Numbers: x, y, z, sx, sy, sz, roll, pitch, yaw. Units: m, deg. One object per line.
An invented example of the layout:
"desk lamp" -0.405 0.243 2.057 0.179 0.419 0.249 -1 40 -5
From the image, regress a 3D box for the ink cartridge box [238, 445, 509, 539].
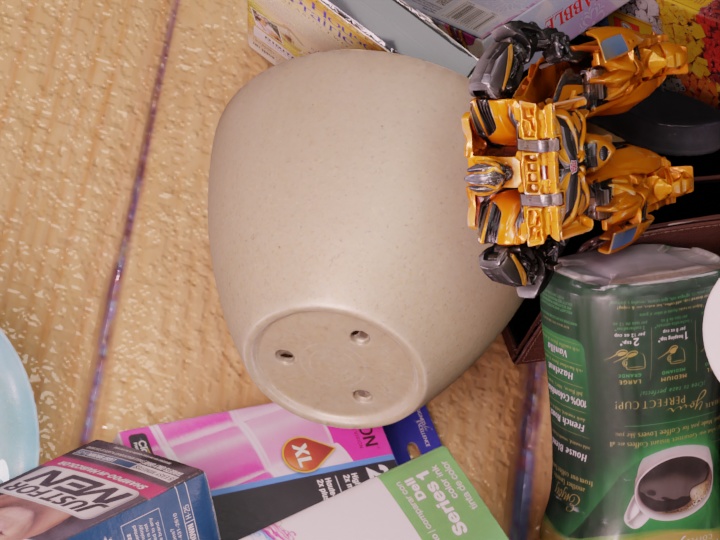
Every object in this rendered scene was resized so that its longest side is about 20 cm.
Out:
"ink cartridge box" -0.035 0.189 1.479 0.200 0.145 0.084 -22 68 -30

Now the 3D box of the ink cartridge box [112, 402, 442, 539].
"ink cartridge box" -0.033 0.120 1.595 0.200 0.037 0.095 -9 61 -27

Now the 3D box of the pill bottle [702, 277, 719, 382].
"pill bottle" 0.269 0.018 1.562 0.114 0.114 0.200 51 32 15

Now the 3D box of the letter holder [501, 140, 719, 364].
"letter holder" 0.186 -0.031 1.704 0.200 0.142 0.101 -6 61 -23

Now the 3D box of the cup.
"cup" 0.000 0.000 1.572 0.200 0.200 0.143 22 48 -6

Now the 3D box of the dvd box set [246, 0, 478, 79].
"dvd box set" -0.002 -0.126 1.666 0.146 0.200 0.029 36 80 6

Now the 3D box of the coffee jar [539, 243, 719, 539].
"coffee jar" 0.152 0.090 1.593 0.104 0.085 0.200 -7 105 -26

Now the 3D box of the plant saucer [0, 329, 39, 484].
"plant saucer" -0.252 0.101 1.462 0.200 0.200 0.027 -32 29 -33

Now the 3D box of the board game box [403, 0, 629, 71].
"board game box" 0.078 -0.201 1.767 0.199 0.041 0.200 -34 43 -28

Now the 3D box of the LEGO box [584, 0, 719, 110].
"LEGO box" 0.259 -0.185 1.800 0.149 0.077 0.200 27 51 37

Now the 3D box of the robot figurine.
"robot figurine" 0.115 -0.067 1.531 0.058 0.145 0.200 2 13 29

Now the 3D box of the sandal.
"sandal" 0.149 -0.117 1.747 0.076 0.043 0.200 -11 24 -36

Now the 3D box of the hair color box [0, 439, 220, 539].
"hair color box" -0.177 0.155 1.454 0.200 0.100 0.061 -25 112 -36
